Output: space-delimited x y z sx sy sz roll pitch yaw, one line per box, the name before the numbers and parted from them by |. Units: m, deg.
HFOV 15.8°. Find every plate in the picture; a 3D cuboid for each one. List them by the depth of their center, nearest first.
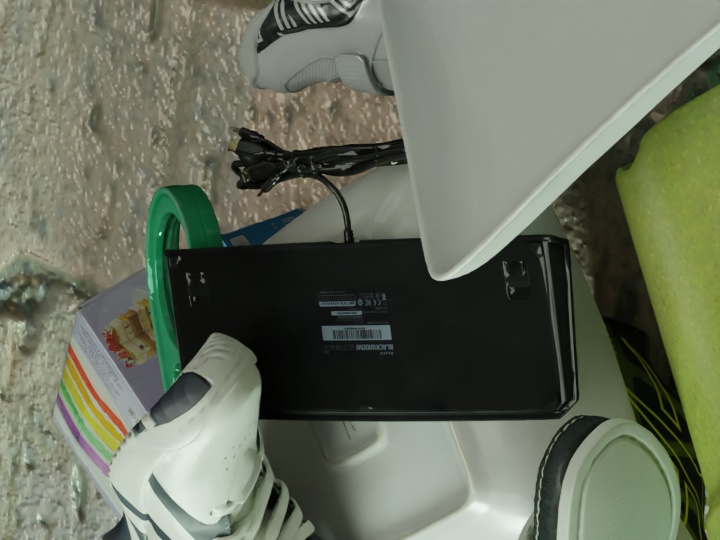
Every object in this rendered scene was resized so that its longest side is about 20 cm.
plate | 0.088 -0.116 1.009 0.200 0.032 0.200 -43 36 29

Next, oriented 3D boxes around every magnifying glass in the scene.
magnifying glass | -0.079 0.060 1.193 0.080 0.022 0.201 -154 59 -66

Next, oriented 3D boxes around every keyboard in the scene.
keyboard | 0.000 0.000 1.080 0.200 0.021 0.128 -2 99 34

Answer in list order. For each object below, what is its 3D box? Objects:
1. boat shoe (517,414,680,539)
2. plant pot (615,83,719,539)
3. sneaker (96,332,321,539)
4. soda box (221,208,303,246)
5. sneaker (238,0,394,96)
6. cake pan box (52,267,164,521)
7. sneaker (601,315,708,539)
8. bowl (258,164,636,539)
boat shoe | 0.091 0.127 1.052 0.060 0.076 0.200 30 144 36
plant pot | 0.195 0.016 1.021 0.200 0.200 0.185 -38 67 41
sneaker | -0.041 0.116 1.097 0.129 0.080 0.199 34 139 8
soda box | -0.012 0.072 1.285 0.200 0.064 0.068 55 131 13
sneaker | 0.030 -0.091 1.185 0.200 0.075 0.115 -22 87 40
cake pan box | -0.080 0.116 1.316 0.200 0.052 0.184 56 162 10
sneaker | 0.132 0.103 1.153 0.074 0.084 0.200 -34 78 48
bowl | 0.017 0.056 1.147 0.200 0.075 0.201 -30 79 48
